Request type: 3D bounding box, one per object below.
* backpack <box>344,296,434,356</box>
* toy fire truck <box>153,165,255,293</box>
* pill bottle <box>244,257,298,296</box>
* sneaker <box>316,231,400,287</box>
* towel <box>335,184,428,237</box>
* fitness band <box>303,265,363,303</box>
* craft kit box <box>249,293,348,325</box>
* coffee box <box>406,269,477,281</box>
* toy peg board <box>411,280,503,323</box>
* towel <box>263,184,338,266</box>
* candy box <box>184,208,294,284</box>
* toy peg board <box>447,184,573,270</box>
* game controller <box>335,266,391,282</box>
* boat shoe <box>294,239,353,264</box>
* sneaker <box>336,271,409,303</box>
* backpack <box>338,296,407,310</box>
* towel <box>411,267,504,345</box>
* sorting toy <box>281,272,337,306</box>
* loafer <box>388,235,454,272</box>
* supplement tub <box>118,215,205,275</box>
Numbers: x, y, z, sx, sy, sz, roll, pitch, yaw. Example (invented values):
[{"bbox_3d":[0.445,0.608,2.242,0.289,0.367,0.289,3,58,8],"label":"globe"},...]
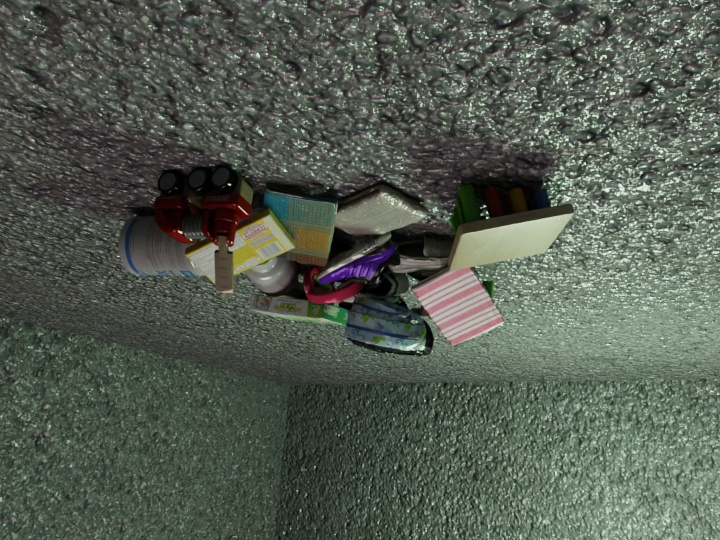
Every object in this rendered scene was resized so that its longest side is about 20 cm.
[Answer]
[{"bbox_3d":[0.055,0.133,1.346,0.197,0.157,0.162,-4,-168,-33],"label":"backpack"},{"bbox_3d":[-0.290,-0.071,1.073,0.173,0.203,0.129,-1,161,17],"label":"toy fire truck"},{"bbox_3d":[-0.217,-0.019,1.344,0.112,0.116,0.200,3,162,5],"label":"pill bottle"},{"bbox_3d":[0.000,0.000,1.249,0.198,0.100,0.070,-27,-165,20],"label":"sneaker"},{"bbox_3d":[0.019,-0.112,1.143,0.131,0.035,0.198,19,156,-39],"label":"towel"},{"bbox_3d":[-0.065,0.023,1.370,0.141,0.038,0.200,-9,-158,-1],"label":"fitness band"},{"bbox_3d":[-0.146,0.101,1.447,0.194,0.049,0.200,8,172,20],"label":"craft kit box"},{"bbox_3d":[0.193,-0.001,1.414,0.122,0.045,0.199,-10,156,37],"label":"coffee box"},{"bbox_3d":[0.239,0.072,1.439,0.196,0.100,0.199,6,177,-2],"label":"toy peg board"},{"bbox_3d":[-0.126,-0.086,1.160,0.144,0.022,0.201,11,142,-1],"label":"towel"},{"bbox_3d":[-0.242,-0.045,1.156,0.197,0.027,0.103,-23,133,13],"label":"candy box"},{"bbox_3d":[0.261,-0.094,1.070,0.196,0.099,0.200,-11,162,-1],"label":"toy peg board"},{"bbox_3d":[0.014,0.002,1.492,0.198,0.043,0.104,-10,171,38],"label":"game controller"},{"bbox_3d":[-0.096,-0.056,1.297,0.198,0.076,0.074,17,127,-39],"label":"boat shoe"},{"bbox_3d":[0.016,0.038,1.395,0.197,0.075,0.080,-13,177,32],"label":"sneaker"},{"bbox_3d":[0.037,0.103,1.552,0.199,0.127,0.168,11,141,53],"label":"backpack"},{"bbox_3d":[0.222,0.074,1.298,0.145,0.030,0.201,-27,117,20],"label":"towel"},{"bbox_3d":[-0.156,0.039,1.533,0.197,0.071,0.199,16,165,9],"label":"sorting toy"},{"bbox_3d":[0.152,-0.041,1.264,0.196,0.071,0.070,-10,137,8],"label":"loafer"},{"bbox_3d":[-0.410,-0.055,1.258,0.196,0.134,0.132,1,161,14],"label":"supplement tub"}]
